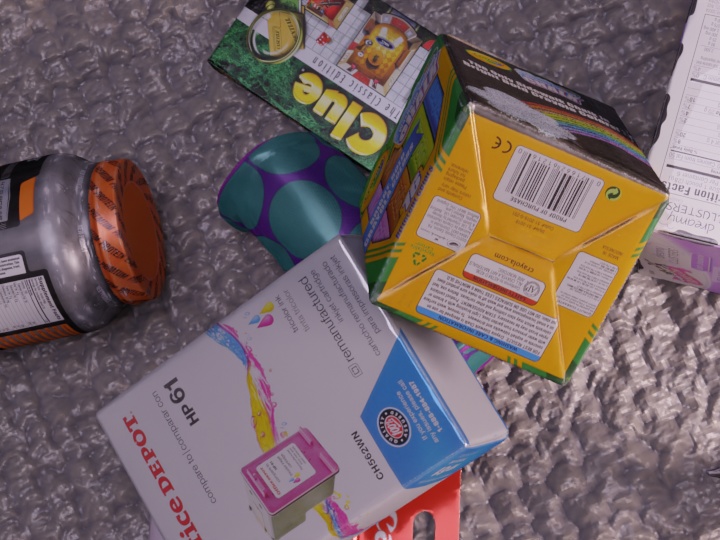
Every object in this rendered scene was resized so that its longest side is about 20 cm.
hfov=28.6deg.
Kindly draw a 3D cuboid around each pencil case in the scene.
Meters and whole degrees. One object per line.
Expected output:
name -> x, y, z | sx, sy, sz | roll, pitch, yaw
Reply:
pencil case -> 0.000, 0.000, 0.924 | 0.085, 0.093, 0.200 | -32, 71, -34

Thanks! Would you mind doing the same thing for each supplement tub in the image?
supplement tub -> -0.240, -0.008, 0.951 | 0.199, 0.123, 0.123 | -11, 79, 8

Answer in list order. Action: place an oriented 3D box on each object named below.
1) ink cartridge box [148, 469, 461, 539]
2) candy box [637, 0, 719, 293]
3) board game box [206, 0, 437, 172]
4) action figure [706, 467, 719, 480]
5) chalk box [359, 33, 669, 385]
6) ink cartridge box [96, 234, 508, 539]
ink cartridge box -> -0.039, 0.184, 0.922 | 0.199, 0.057, 0.163 | 0, 81, 15
candy box -> 0.223, -0.097, 0.854 | 0.071, 0.168, 0.201 | 15, 85, 14
board game box -> 0.002, -0.133, 0.977 | 0.200, 0.023, 0.105 | 34, 91, 14
action figure -> 0.257, 0.180, 0.826 | 0.119, 0.200, 0.102 | 21, 114, -27
chalk box -> 0.078, -0.048, 0.820 | 0.124, 0.200, 0.124 | 23, 110, -10
ink cartridge box -> -0.038, 0.093, 0.847 | 0.200, 0.085, 0.145 | -36, 77, 19
